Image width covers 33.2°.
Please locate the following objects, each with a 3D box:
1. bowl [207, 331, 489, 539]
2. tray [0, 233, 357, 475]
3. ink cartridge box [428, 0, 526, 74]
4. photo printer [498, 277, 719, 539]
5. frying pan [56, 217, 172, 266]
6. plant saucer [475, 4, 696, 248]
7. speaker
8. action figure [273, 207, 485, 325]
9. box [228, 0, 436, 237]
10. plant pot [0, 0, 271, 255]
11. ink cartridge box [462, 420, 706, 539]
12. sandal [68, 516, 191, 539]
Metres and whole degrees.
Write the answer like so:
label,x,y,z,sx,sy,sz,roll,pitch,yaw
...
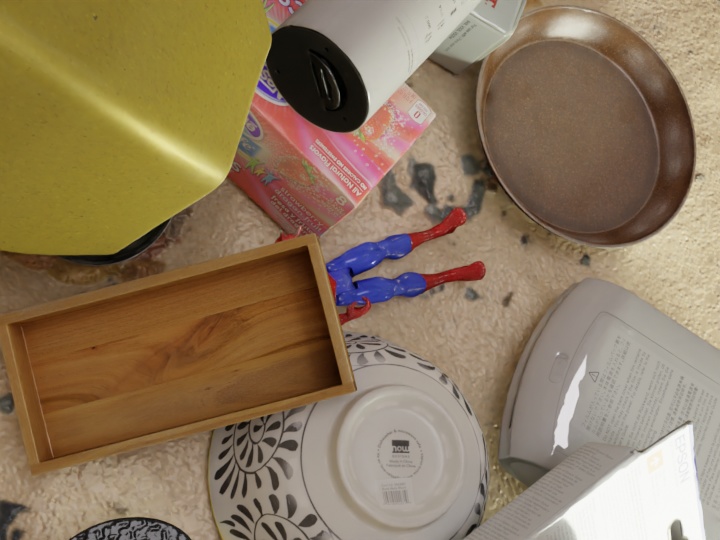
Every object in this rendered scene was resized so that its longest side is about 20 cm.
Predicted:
label,x,y,z,sx,sy,sz,roll,pitch,yaw
bowl,0.009,0.125,0.779,0.201,0.094,0.201,7,71,-19
tray,-0.111,0.051,0.735,0.200,0.037,0.099,-15,86,0
ink cartridge box,0.033,-0.262,0.902,0.200,0.083,0.147,28,67,-14
photo printer,0.201,0.113,0.881,0.200,0.069,0.166,31,68,-12
frying pan,-0.153,-0.094,0.762,0.115,0.031,0.190,25,100,2
plant saucer,0.173,-0.110,0.950,0.200,0.034,0.200,6,74,-22
speaker,0.027,-0.176,0.776,0.081,0.081,0.200,44,59,-7
action figure,0.000,0.000,0.814,0.200,0.099,0.065,-17,82,-23
box,-0.065,-0.127,0.817,0.200,0.095,0.103,44,62,-7
plant pot,-0.164,-0.117,0.631,0.200,0.195,0.194,36,48,-29
ink cartridge box,0.148,0.217,0.794,0.200,0.041,0.200,-29,121,-26
sandal,-0.185,0.216,0.708,0.200,0.048,0.075,-40,95,-14
